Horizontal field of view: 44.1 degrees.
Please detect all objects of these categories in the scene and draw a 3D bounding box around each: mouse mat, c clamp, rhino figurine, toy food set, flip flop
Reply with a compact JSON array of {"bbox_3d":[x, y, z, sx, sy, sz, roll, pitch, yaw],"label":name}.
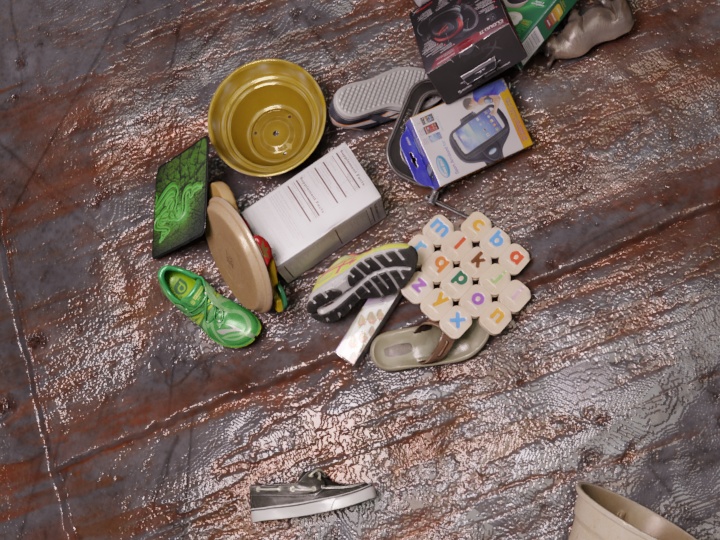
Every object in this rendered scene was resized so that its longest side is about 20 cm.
[{"bbox_3d":[-0.292,-0.114,1.435,0.007,0.199,0.164,9,73,-34],"label":"mouse mat"},{"bbox_3d":[0.127,-0.203,1.446,0.168,0.027,0.203,19,82,-9],"label":"c clamp"},{"bbox_3d":[0.355,-0.393,1.456,0.198,0.060,0.088,-26,73,3],"label":"rhino figurine"},{"bbox_3d":[-0.183,-0.026,1.375,0.048,0.200,0.200,-27,43,-24],"label":"toy food set"},{"bbox_3d":[0.110,0.107,1.379,0.196,0.058,0.082,-13,76,3],"label":"flip flop"}]

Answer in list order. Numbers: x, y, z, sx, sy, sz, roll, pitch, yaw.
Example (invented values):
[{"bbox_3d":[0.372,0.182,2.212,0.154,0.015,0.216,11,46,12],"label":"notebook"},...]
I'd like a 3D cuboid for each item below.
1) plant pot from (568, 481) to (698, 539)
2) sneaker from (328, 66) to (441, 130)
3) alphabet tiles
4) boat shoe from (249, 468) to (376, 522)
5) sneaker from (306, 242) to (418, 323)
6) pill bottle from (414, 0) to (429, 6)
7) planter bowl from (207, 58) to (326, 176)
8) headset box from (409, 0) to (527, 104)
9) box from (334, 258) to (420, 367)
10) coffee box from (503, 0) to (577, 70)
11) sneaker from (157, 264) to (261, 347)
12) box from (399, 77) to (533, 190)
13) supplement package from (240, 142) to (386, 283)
[{"bbox_3d":[0.351,0.423,1.224,0.198,0.200,0.186,26,94,12],"label":"plant pot"},{"bbox_3d":[0.037,-0.283,1.471,0.197,0.079,0.080,-12,83,-21],"label":"sneaker"},{"bbox_3d":[0.164,0.006,1.388,0.199,0.015,0.196,41,69,12],"label":"alphabet tiles"},{"bbox_3d":[-0.075,0.335,1.348,0.196,0.071,0.065,-11,77,7],"label":"boat shoe"},{"bbox_3d":[0.000,0.000,1.385,0.198,0.078,0.091,-25,32,21],"label":"sneaker"},{"bbox_3d":[0.171,-0.521,1.482,0.197,0.112,0.114,-25,76,1],"label":"pill bottle"},{"bbox_3d":[-0.148,-0.240,1.477,0.197,0.084,0.204,-2,77,7],"label":"planter bowl"},{"bbox_3d":[0.168,-0.366,1.403,0.147,0.075,0.202,-28,43,18],"label":"headset box"},{"bbox_3d":[0.029,0.058,1.410,0.038,0.041,0.202,31,84,13],"label":"box"},{"bbox_3d":[0.276,-0.425,1.453,0.201,0.044,0.123,-52,41,-6],"label":"coffee box"},{"bbox_3d":[-0.250,0.058,1.425,0.198,0.084,0.075,31,83,12],"label":"sneaker"},{"bbox_3d":[0.164,-0.213,1.419,0.198,0.041,0.121,-25,89,-14],"label":"box"},{"bbox_3d":[-0.071,-0.089,1.418,0.199,0.114,0.110,-34,76,-2],"label":"supplement package"}]
